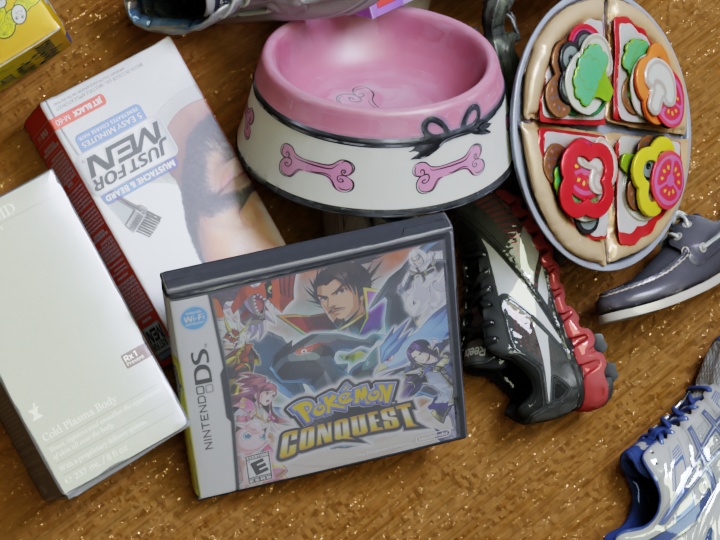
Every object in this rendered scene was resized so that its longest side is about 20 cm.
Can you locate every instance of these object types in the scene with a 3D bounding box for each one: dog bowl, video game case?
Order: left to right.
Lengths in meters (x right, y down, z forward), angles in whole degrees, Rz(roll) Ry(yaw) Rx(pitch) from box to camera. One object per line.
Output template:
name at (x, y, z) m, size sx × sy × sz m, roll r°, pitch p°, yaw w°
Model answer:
video game case at (-0.028, 0.061, 1.614) m, size 0.198 × 0.026 × 0.182 m, roll -12°, pitch 125°, yaw -9°
dog bowl at (0.012, -0.118, 1.647) m, size 0.199 × 0.200 × 0.074 m, roll -10°, pitch 124°, yaw -20°

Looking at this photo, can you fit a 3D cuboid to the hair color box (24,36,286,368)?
hair color box at (-0.136, -0.047, 1.655) m, size 0.110 × 0.064 × 0.201 m, roll -30°, pitch 92°, yaw -22°

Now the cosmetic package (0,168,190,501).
cosmetic package at (-0.211, 0.045, 1.601) m, size 0.106 × 0.090 × 0.201 m, roll -31°, pitch 94°, yaw -18°

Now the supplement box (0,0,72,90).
supplement box at (-0.294, -0.214, 1.594) m, size 0.109 × 0.109 × 0.201 m, roll -32°, pitch 92°, yaw -2°

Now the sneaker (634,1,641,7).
sneaker at (0.176, -0.118, 1.771) m, size 0.079 × 0.074 × 0.202 m, roll 7°, pitch 78°, yaw -12°

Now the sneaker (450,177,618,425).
sneaker at (0.105, 0.023, 1.719) m, size 0.097 × 0.071 × 0.202 m, roll -26°, pitch 90°, yaw -23°

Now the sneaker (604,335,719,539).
sneaker at (0.240, 0.132, 1.743) m, size 0.088 × 0.075 × 0.201 m, roll 21°, pitch 73°, yaw -13°

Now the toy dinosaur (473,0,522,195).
toy dinosaur at (0.106, -0.131, 1.735) m, size 0.047 × 0.088 × 0.202 m, roll -12°, pitch 110°, yaw -1°

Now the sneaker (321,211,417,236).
sneaker at (0.000, 0.000, 1.680) m, size 0.074 × 0.087 × 0.202 m, roll 11°, pitch 78°, yaw -19°

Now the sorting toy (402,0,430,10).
sorting toy at (-0.021, -0.290, 1.759) m, size 0.199 × 0.036 × 0.187 m, roll 21°, pitch 74°, yaw -19°

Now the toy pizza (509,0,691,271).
toy pizza at (0.181, -0.100, 1.688) m, size 0.199 × 0.032 × 0.202 m, roll 1°, pitch 89°, yaw -44°

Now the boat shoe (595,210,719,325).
boat shoe at (0.247, -0.016, 1.774) m, size 0.199 × 0.073 × 0.063 m, roll -25°, pitch 94°, yaw -29°

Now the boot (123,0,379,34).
boot at (-0.070, -0.195, 1.627) m, size 0.095 × 0.199 × 0.074 m, roll -28°, pitch 105°, yaw -48°

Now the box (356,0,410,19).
box at (0.029, -0.295, 1.653) m, size 0.136 × 0.039 × 0.201 m, roll -27°, pitch 115°, yaw -21°
